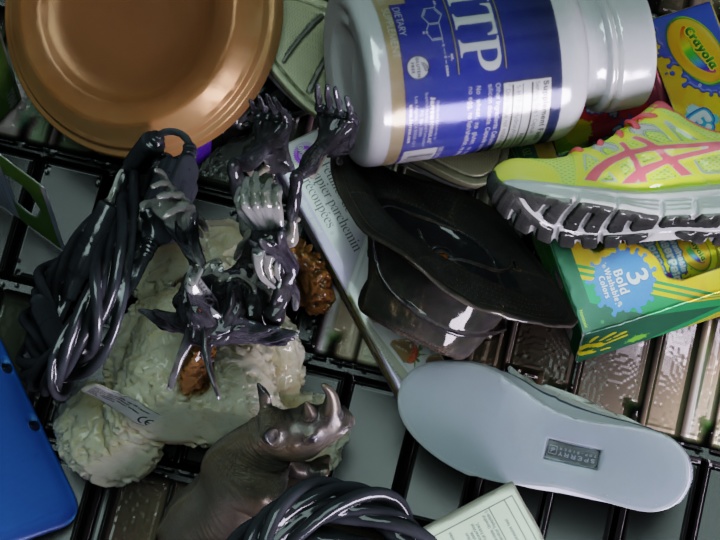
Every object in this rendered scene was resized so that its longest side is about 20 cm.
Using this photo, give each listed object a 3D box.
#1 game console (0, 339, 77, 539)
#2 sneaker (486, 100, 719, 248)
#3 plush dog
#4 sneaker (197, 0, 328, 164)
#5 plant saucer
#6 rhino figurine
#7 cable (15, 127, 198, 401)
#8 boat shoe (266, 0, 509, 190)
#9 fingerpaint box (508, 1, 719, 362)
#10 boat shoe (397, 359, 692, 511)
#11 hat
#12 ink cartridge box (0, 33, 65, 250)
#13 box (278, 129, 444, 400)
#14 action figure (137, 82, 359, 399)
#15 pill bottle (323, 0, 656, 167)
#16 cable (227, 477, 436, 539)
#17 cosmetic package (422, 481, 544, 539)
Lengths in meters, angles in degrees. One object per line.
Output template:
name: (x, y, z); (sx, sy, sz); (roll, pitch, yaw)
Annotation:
game console: (-0.318, 0.124, 1.683); (0.170, 0.118, 0.201); (-34, 73, 22)
sneaker: (0.179, -0.067, 1.639); (0.198, 0.078, 0.091); (1, 72, -10)
plush dog: (-0.105, 0.038, 1.656); (0.198, 0.161, 0.173); (0, 50, 0)
sneaker: (-0.080, -0.124, 1.734); (0.099, 0.070, 0.201); (27, 80, -7)
plant saucer: (-0.151, -0.174, 1.671); (0.199, 0.037, 0.202); (0, 90, 17)
rhino figurine: (-0.064, 0.134, 1.591); (0.087, 0.200, 0.060); (16, 45, -21)
cable: (-0.177, 0.002, 1.619); (0.051, 0.163, 0.201); (35, 49, -21)
boat shoe: (0.005, -0.116, 1.707); (0.199, 0.068, 0.075); (35, 78, -8)
fingerpaint box: (0.194, -0.062, 1.711); (0.166, 0.073, 0.201); (-17, 74, -5)
boat shoe: (0.125, 0.107, 1.658); (0.201, 0.086, 0.075); (14, 91, 11)
hat: (0.045, 0.006, 1.635); (0.200, 0.201, 0.081); (34, 108, 10)
ink cartridge box: (-0.260, -0.117, 1.690); (0.200, 0.148, 0.076); (37, 76, 10)
box: (0.000, 0.000, 1.710); (0.039, 0.041, 0.201); (-26, 76, -8)
action figure: (-0.077, -0.026, 1.532); (0.118, 0.102, 0.201); (3, 54, 33)
pill bottle: (0.085, -0.139, 1.631); (0.199, 0.120, 0.121); (-9, 73, -15)
cable: (-0.006, 0.231, 1.538); (0.163, 0.051, 0.201); (-33, 85, -18)
cosmetic package: (0.032, 0.231, 1.614); (0.199, 0.087, 0.104); (-25, 77, -9)
